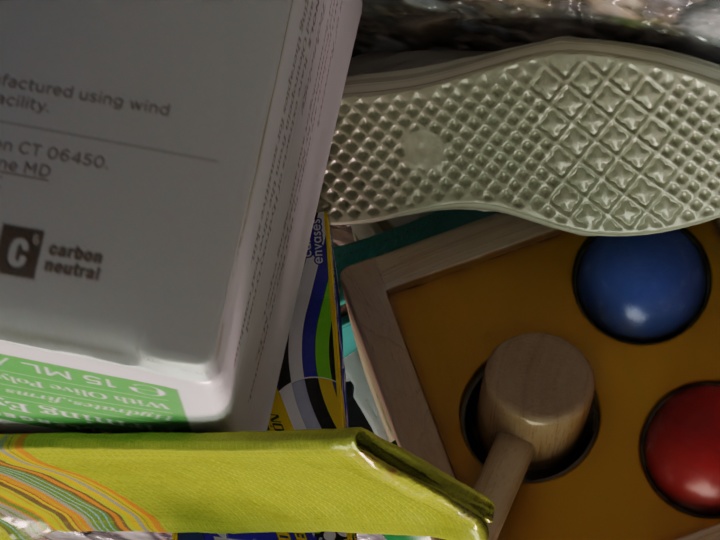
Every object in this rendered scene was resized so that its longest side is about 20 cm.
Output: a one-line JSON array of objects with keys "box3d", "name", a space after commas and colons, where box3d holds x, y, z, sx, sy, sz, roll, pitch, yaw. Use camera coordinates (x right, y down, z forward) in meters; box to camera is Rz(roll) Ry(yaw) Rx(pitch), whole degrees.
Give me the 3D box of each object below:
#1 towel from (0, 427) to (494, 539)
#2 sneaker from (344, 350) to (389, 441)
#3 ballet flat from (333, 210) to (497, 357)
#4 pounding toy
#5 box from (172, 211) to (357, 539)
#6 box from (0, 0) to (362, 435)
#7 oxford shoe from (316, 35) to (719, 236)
[{"box3d": [-0.062, 0.070, 0.817, 0.199, 0.018, 0.086, -4, 159, 34], "name": "towel"}, {"box3d": [-0.044, 0.071, 1.130, 0.200, 0.112, 0.073, 52, 173, 46], "name": "sneaker"}, {"box3d": [0.000, 0.000, 1.072, 0.199, 0.071, 0.067, -20, 156, -30], "name": "ballet flat"}, {"box3d": [0.075, 0.071, 0.956, 0.199, 0.185, 0.142, -19, 158, -3], "name": "pounding toy"}, {"box3d": [-0.034, 0.084, 0.912, 0.064, 0.201, 0.070, -4, 155, 1], "name": "box"}, {"box3d": [-0.114, -0.051, 0.833, 0.198, 0.201, 0.171, 10, 164, 5], "name": "box"}, {"box3d": [0.057, -0.052, 0.945, 0.199, 0.076, 0.058, -2, -161, 19], "name": "oxford shoe"}]
